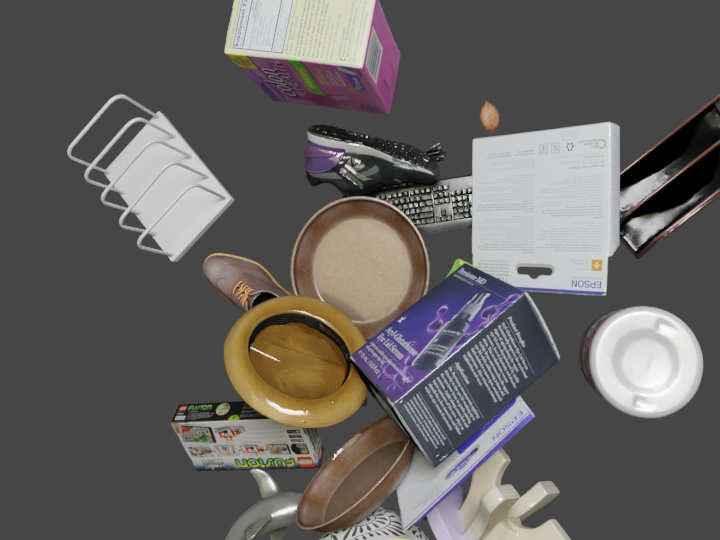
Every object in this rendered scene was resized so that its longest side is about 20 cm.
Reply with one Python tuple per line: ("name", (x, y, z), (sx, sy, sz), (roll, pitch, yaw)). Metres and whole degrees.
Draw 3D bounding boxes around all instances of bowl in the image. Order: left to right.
("bowl", (0.010, 0.376, 0.847), (0.198, 0.202, 0.095), (-32, 36, 9))

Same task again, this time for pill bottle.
("pill bottle", (0.317, 0.103, 0.758), (0.111, 0.200, 0.117), (-1, 84, 14))

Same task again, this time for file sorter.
("file sorter", (-0.322, -0.140, 0.982), (0.139, 0.124, 0.201), (-43, 77, 7))

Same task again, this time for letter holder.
("letter holder", (0.399, -0.123, 0.788), (0.199, 0.142, 0.101), (-39, 77, 8))

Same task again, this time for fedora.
("fedora", (-0.083, 0.130, 0.852), (0.195, 0.083, 0.204), (9, 51, -10))

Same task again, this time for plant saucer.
("plant saucer", (0.000, 0.000, 0.913), (0.194, 0.037, 0.207), (0, 93, 7))
("plant saucer", (0.002, 0.265, 0.833), (0.199, 0.201, 0.037), (-40, 97, 8))

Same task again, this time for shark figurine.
("shark figurine", (-0.154, 0.376, 0.899), (0.128, 0.090, 0.214), (45, 92, -2))

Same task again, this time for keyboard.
("keyboard", (0.068, -0.113, 0.935), (0.194, 0.021, 0.131), (-8, 83, 13))

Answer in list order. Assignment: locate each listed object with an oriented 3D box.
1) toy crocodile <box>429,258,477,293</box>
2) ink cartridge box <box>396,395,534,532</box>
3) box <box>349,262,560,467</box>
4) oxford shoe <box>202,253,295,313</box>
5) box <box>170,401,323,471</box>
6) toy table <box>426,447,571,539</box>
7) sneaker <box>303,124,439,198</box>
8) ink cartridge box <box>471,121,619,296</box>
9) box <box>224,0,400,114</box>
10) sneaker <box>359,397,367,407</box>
("toy crocodile", (0.107, 0.083, 0.880), (0.066, 0.062, 0.205), (16, 98, -26))
("ink cartridge box", (0.121, 0.214, 0.800), (0.043, 0.200, 0.198), (44, 97, -9))
("box", (0.108, 0.104, 0.771), (0.199, 0.148, 0.105), (-39, 113, -9))
("oxford shoe", (-0.159, 0.030, 0.950), (0.197, 0.073, 0.073), (28, 92, 15))
("box", (-0.159, 0.236, 0.918), (0.194, 0.035, 0.112), (-5, 126, 13))
("toy table", (0.173, 0.310, 0.797), (0.118, 0.183, 0.201), (-49, 65, 17))
("sneaker", (0.014, -0.140, 0.918), (0.195, 0.076, 0.090), (17, 116, 9))
("ink cartridge box", (0.232, -0.075, 0.830), (0.196, 0.040, 0.206), (4, 94, 43))
("box", (-0.059, -0.304, 0.904), (0.195, 0.176, 0.099), (12, 87, 14))
("sneaker", (-0.081, 0.145, 0.924), (0.194, 0.070, 0.084), (10, 75, 8))
